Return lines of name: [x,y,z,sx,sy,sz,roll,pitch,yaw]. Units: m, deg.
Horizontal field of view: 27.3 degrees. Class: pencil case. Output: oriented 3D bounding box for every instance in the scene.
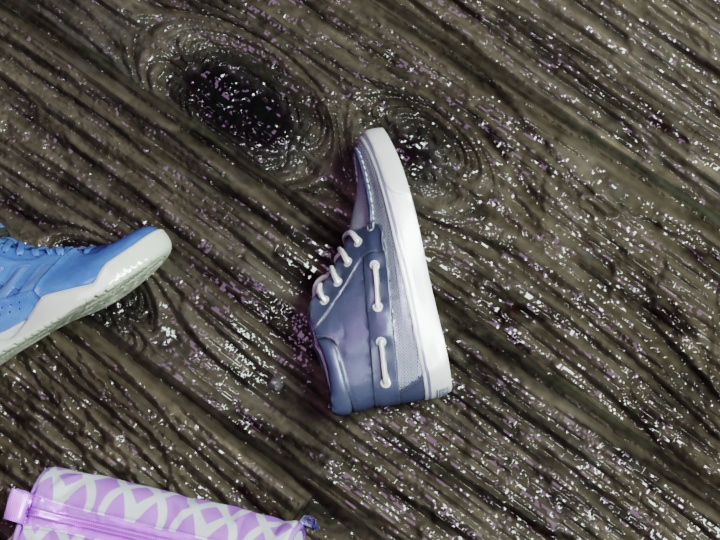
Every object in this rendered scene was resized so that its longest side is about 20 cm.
pencil case: [-0.132,0.188,0.992,0.198,0.086,0.085,10,79,8]

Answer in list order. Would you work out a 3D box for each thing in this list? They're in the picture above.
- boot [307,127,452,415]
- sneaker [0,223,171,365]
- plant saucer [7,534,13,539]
boot: [0.000,0.000,1.063,0.089,0.073,0.202,-12,77,-5]
sneaker: [-0.244,-0.008,1.081,0.199,0.077,0.112,-30,86,3]
plant saucer: [-0.178,0.261,1.037,0.198,0.031,0.202,-1,77,4]
